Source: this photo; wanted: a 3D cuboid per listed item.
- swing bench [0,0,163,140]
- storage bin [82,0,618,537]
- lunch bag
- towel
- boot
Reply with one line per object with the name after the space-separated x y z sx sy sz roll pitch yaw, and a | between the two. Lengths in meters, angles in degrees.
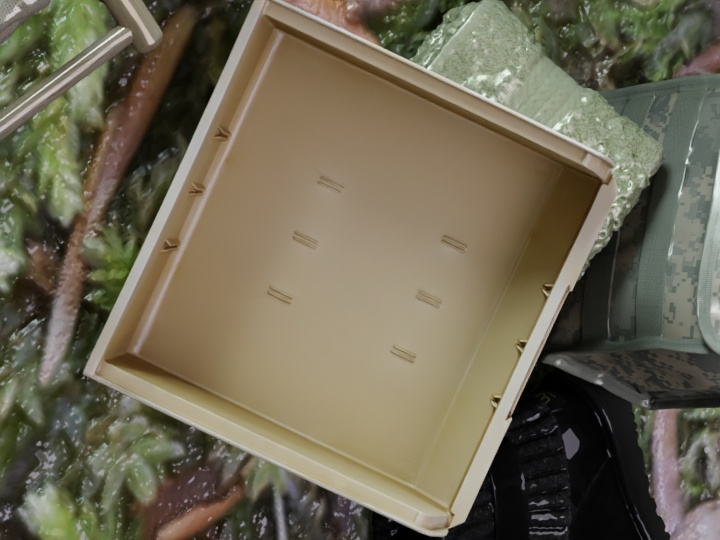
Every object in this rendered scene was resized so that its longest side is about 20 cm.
-0.227 -0.135 1.161 0.199 0.130 0.201 -39 125 -17 | swing bench
0.000 0.000 1.336 0.197 0.094 0.201 25 91 2 | storage bin
0.208 -0.015 1.447 0.117 0.199 0.165 25 70 -40 | lunch bag
0.052 -0.030 1.412 0.148 0.036 0.200 41 79 0 | towel
0.093 0.168 1.535 0.157 0.079 0.212 -30 112 -31 | boot
